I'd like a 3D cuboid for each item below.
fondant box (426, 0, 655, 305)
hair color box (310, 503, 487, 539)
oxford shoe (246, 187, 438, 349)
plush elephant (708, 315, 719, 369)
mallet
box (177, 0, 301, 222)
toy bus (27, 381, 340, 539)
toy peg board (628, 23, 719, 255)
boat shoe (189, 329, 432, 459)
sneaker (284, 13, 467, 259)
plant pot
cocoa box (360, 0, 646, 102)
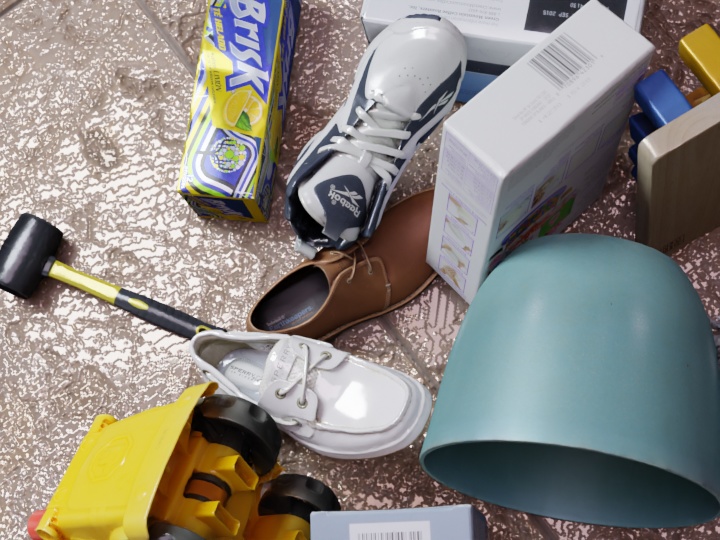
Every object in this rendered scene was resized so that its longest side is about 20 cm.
[{"bbox_3d":[0.119,-0.074,0.864,0.144,0.200,0.058,-40,70,-18],"label":"fondant box"},{"bbox_3d":[0.032,0.191,0.823,0.099,0.200,0.061,-4,76,7],"label":"hair color box"},{"bbox_3d":[0.000,0.000,0.945,0.200,0.071,0.071,-37,72,-4],"label":"oxford shoe"},{"bbox_3d":[0.319,0.094,0.828,0.200,0.165,0.155,-6,49,31],"label":"plush elephant"},{"bbox_3d":[-0.196,0.009,0.991,0.200,0.041,0.066,15,76,7],"label":"mallet"},{"bbox_3d":[-0.095,-0.144,0.994,0.064,0.070,0.200,5,77,7],"label":"box"},{"bbox_3d":[-0.133,0.192,0.877,0.192,0.200,0.136,-14,38,32],"label":"toy bus"},{"bbox_3d":[0.263,-0.122,0.875,0.199,0.200,0.098,-30,67,0],"label":"toy peg board"},{"bbox_3d":[-0.045,0.080,0.868,0.200,0.069,0.071,6,60,37],"label":"boat shoe"},{"bbox_3d":[0.005,-0.083,0.889,0.079,0.199,0.130,34,40,-19],"label":"sneaker"},{"bbox_3d":[0.151,0.072,0.847,0.200,0.201,0.161,7,67,10],"label":"plant pot"},{"bbox_3d":[0.116,-0.206,0.948,0.200,0.131,0.134,10,77,10],"label":"cocoa box"}]
